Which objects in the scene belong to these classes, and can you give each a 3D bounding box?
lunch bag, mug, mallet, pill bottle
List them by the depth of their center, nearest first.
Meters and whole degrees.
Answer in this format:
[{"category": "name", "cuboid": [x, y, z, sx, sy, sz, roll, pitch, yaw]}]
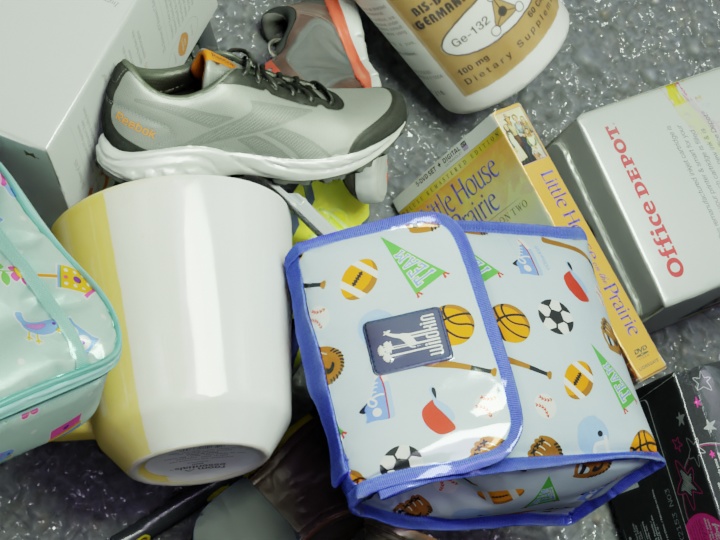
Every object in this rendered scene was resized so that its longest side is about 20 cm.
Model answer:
[{"category": "lunch bag", "cuboid": [-0.233, 0.012, 0.893, 0.160, 0.077, 0.200, -23, 64, -37]}, {"category": "lunch bag", "cuboid": [0.060, 0.060, 0.975, 0.200, 0.124, 0.170, 4, 57, -31]}, {"category": "mug", "cuboid": [-0.119, 0.050, 0.991, 0.149, 0.186, 0.153, 20, 53, -51]}, {"category": "mallet", "cuboid": [-0.071, 0.133, 1.080, 0.200, 0.066, 0.041, -36, 50, -10]}, {"category": "pill bottle", "cuboid": [0.047, -0.216, 1.151, 0.200, 0.114, 0.114, 47, 63, -26]}]

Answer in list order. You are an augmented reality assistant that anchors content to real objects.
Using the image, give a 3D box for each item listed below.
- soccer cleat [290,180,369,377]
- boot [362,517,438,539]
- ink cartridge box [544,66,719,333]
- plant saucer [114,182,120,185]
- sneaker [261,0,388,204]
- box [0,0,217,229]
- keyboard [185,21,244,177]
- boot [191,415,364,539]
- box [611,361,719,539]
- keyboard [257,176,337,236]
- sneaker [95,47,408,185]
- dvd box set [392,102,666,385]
[{"category": "soccer cleat", "cuboid": [-0.039, 0.005, 1.104, 0.065, 0.084, 0.200, 30, 66, -6]}, {"category": "boot", "cuboid": [0.042, 0.228, 1.021, 0.097, 0.075, 0.200, -57, 135, -16]}, {"category": "ink cartridge box", "cuboid": [0.234, -0.048, 1.175, 0.200, 0.145, 0.145, -19, 78, -22]}, {"category": "plant saucer", "cuboid": [-0.191, -0.002, 1.085, 0.200, 0.036, 0.200, 6, 71, -17]}, {"category": "sneaker", "cuboid": [-0.029, -0.116, 1.141, 0.082, 0.077, 0.200, -9, 45, -5]}, {"category": "box", "cuboid": [-0.181, -0.141, 1.040, 0.097, 0.124, 0.200, 22, 67, 10]}, {"category": "keyboard", "cuboid": [-0.157, -0.144, 1.132, 0.127, 0.021, 0.200, -9, 64, -20]}, {"category": "boot", "cuboid": [-0.030, 0.151, 1.056, 0.200, 0.097, 0.075, -26, 67, -29]}, {"category": "box", "cuboid": [0.256, 0.168, 1.118, 0.115, 0.132, 0.200, -10, 76, -24]}, {"category": "keyboard", "cuboid": [0.000, 0.000, 1.077, 0.011, 0.056, 0.200, -51, 131, -6]}, {"category": "sneaker", "cuboid": [-0.062, -0.098, 1.011, 0.200, 0.074, 0.079, -6, 118, -22]}, {"category": "dvd box set", "cuboid": [0.109, 0.006, 1.117, 0.029, 0.146, 0.200, -22, 81, -34]}]
